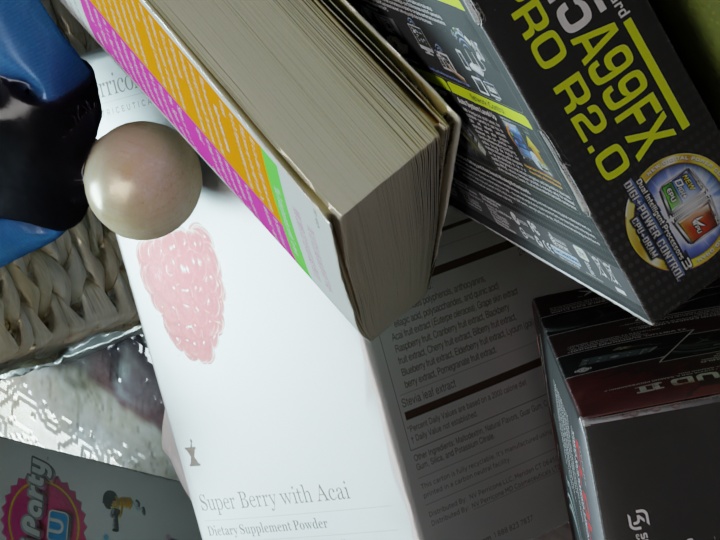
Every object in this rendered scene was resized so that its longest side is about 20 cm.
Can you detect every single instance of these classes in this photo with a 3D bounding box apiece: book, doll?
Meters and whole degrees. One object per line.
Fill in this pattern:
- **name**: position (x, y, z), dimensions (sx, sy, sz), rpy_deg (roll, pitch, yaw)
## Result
- **book**: position (-0.055, -0.076, 0.863), dimensions (0.200, 0.048, 0.134), rpy_deg (48, 167, 14)
- **doll**: position (-0.140, -0.065, 0.968), dimensions (0.200, 0.048, 0.137), rpy_deg (29, 132, 20)

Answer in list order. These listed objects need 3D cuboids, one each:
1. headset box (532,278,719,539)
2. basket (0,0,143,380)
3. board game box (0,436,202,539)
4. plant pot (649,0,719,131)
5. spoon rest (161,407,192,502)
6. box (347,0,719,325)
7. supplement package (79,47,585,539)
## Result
- **headset box**: position (0.107, 0.091, 0.871), dimensions (0.200, 0.077, 0.150), rpy_deg (-90, -11, -79)
- **basket**: position (-0.179, -0.044, 1.147), dimensions (0.198, 0.161, 0.201), rpy_deg (-18, 93, 48)
- **board game box**: position (-0.158, 0.111, 1.149), dimensions (0.147, 0.199, 0.065), rpy_deg (-15, 64, 48)
- **plant pot**: position (0.153, -0.080, 0.777), dimensions (0.200, 0.200, 0.191), rpy_deg (9, 123, 45)
- **spoon rest**: position (-0.052, 0.092, 1.072), dimensions (0.060, 0.201, 0.099), rpy_deg (13, 158, 5)
- **box**: position (0.025, -0.081, 0.810), dimensions (0.161, 0.044, 0.200), rpy_deg (59, 171, -20)
- **supplement package**: position (0.000, 0.000, 1.000), dimensions (0.121, 0.119, 0.201), rpy_deg (-11, 97, 49)
